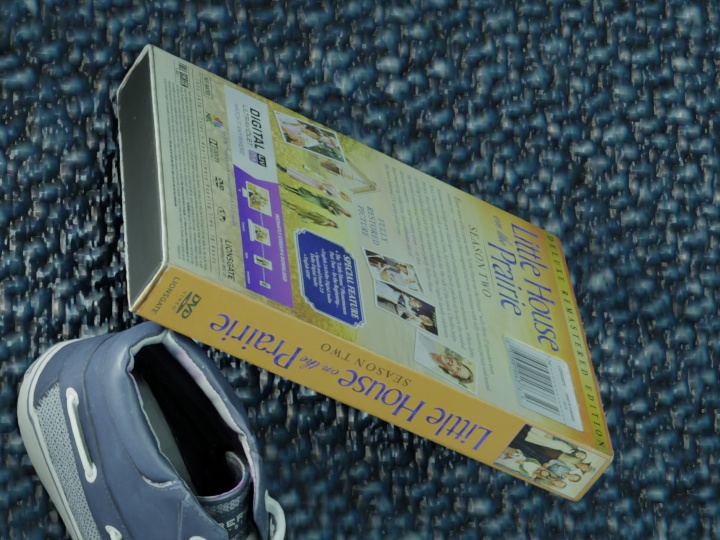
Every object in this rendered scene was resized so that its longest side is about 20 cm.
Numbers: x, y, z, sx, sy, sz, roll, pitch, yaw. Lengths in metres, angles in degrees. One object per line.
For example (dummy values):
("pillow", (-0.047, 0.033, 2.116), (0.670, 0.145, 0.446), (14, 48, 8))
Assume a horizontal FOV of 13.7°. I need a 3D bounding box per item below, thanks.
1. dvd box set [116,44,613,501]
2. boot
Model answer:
("dvd box set", (0.000, 0.000, 1.155), (0.199, 0.029, 0.147), (24, 31, -24))
("boot", (-0.057, 0.113, 1.117), (0.073, 0.090, 0.201), (-35, 98, -28))
